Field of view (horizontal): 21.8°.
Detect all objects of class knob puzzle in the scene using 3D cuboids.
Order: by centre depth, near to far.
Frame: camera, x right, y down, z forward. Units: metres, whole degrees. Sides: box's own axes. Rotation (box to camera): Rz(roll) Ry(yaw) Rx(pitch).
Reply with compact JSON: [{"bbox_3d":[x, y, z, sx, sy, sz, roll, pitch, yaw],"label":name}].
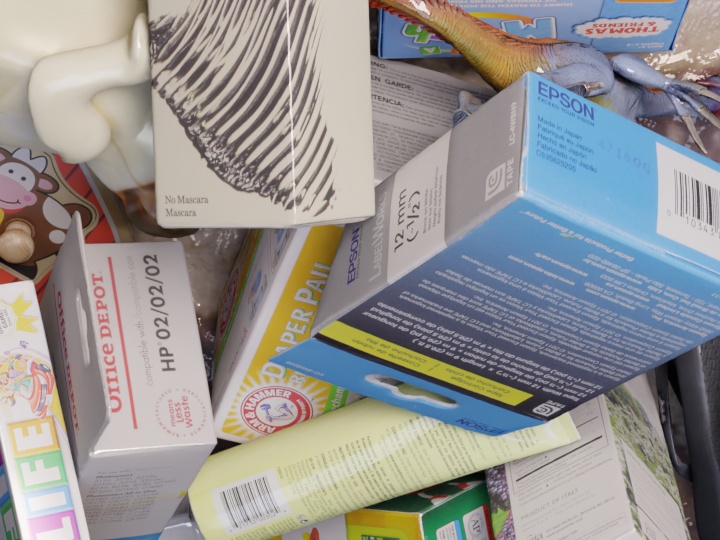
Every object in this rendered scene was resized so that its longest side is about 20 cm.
[{"bbox_3d":[-0.212,-0.008,1.017,0.218,0.031,0.221,-1,128,-1],"label":"knob puzzle"}]

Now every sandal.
[{"bbox_3d":[0.193,0.088,1.081,0.043,0.076,0.201,6,131,23],"label":"sandal"}]

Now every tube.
[{"bbox_3d":[0.009,0.092,0.963,0.199,0.052,0.058,-20,167,12],"label":"tube"}]

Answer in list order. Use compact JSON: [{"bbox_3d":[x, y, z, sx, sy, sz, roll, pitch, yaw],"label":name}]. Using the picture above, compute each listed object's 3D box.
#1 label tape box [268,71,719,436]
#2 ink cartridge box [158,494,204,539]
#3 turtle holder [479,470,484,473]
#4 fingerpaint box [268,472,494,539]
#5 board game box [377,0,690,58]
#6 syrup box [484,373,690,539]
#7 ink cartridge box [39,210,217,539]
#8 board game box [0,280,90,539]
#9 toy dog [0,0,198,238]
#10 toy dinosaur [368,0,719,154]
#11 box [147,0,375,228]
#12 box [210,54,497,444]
[{"bbox_3d":[0.069,0.004,0.846,0.142,0.067,0.200,21,149,-27],"label":"label tape box"},{"bbox_3d":[-0.173,0.189,1.137,0.198,0.084,0.146,-11,128,7],"label":"ink cartridge box"},{"bbox_3d":[0.096,0.200,1.120,0.185,0.142,0.132,28,123,-23],"label":"turtle holder"},{"bbox_3d":[0.016,0.217,1.074,0.166,0.073,0.202,-3,102,45],"label":"fingerpaint box"},{"bbox_3d":[0.083,-0.153,0.846,0.150,0.037,0.200,-1,161,-1],"label":"board game box"},{"bbox_3d":[0.118,0.108,1.010,0.081,0.201,0.079,-31,123,18],"label":"syrup box"},{"bbox_3d":[-0.126,0.063,0.962,0.067,0.116,0.200,-3,154,-21],"label":"ink cartridge box"},{"bbox_3d":[-0.175,0.121,0.951,0.034,0.202,0.134,-9,167,-24],"label":"board game box"},{"bbox_3d":[-0.140,-0.094,0.888,0.199,0.140,0.194,24,137,-19],"label":"toy dog"},{"bbox_3d":[0.117,-0.093,0.895,0.105,0.181,0.201,-32,93,34],"label":"toy dinosaur"},{"bbox_3d":[-0.044,-0.120,0.810,0.082,0.068,0.202,-1,95,33],"label":"box"},{"bbox_3d":[0.000,0.000,0.975,0.112,0.102,0.201,14,131,-13],"label":"box"}]
